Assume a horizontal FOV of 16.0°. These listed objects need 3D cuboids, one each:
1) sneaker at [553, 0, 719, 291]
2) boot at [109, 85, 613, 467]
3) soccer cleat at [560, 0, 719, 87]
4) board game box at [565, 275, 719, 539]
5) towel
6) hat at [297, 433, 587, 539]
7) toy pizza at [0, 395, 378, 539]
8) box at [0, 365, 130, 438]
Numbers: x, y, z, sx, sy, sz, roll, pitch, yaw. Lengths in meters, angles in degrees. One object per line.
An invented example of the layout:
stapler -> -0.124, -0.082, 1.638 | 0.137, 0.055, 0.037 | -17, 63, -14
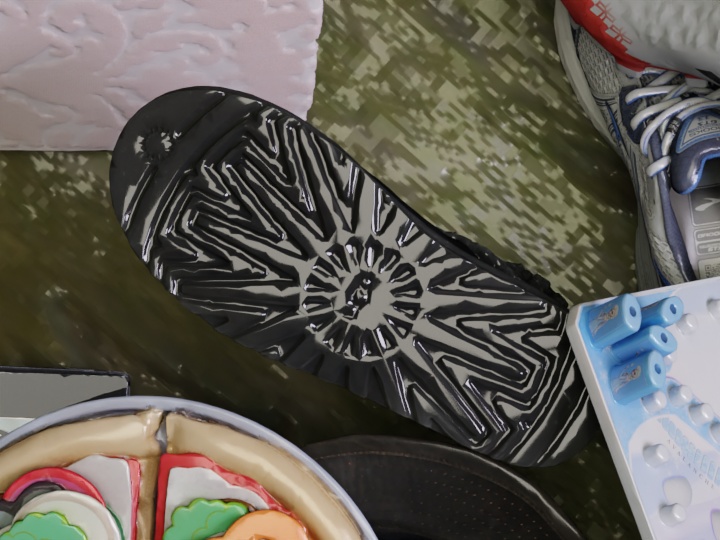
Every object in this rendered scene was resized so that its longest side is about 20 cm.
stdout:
sneaker -> 0.136, -0.057, 1.032 | 0.077, 0.085, 0.201 | -18, 87, -5
boot -> -0.001, 0.002, 0.981 | 0.211, 0.158, 0.080 | 35, 94, -6
soccer cleat -> 0.152, -0.095, 0.958 | 0.200, 0.085, 0.069 | 37, 65, 25
board game box -> 0.178, 0.091, 0.945 | 0.200, 0.026, 0.201 | -9, 75, -46
towel -> -0.108, -0.105, 0.966 | 0.190, 0.200, 0.032 | 0, 62, -7
hat -> 0.014, 0.147, 1.006 | 0.200, 0.081, 0.201 | 3, 101, 15
toy pizza -> -0.081, 0.147, 0.957 | 0.199, 0.032, 0.201 | 1, 96, 7
box -> -0.173, 0.137, 1.014 | 0.157, 0.050, 0.201 | 3, 87, -4
